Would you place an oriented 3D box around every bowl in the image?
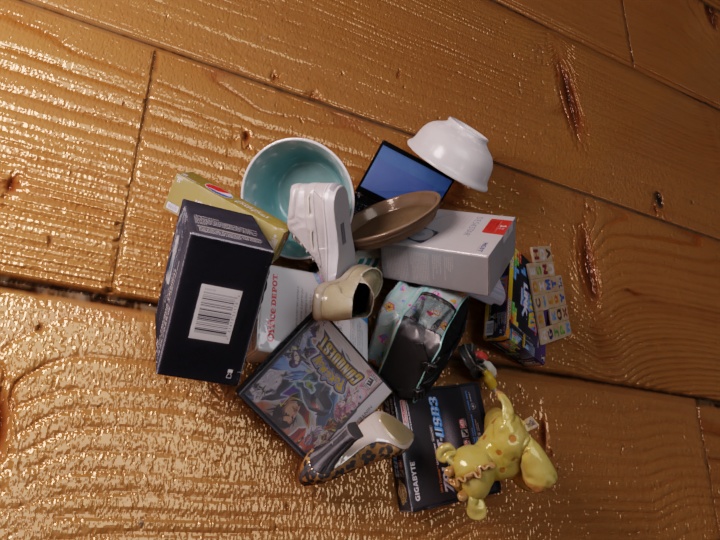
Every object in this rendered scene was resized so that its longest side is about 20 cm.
[{"bbox_3d":[-0.099,-0.130,1.038,0.201,0.200,0.105,48,15,-4],"label":"bowl"},{"bbox_3d":[0.202,-0.255,1.227,0.199,0.091,0.202,26,22,-11],"label":"bowl"}]

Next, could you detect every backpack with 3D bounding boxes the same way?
[{"bbox_3d":[0.107,0.104,1.052,0.152,0.178,0.199,31,41,21],"label":"backpack"}]

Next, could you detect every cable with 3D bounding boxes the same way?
[{"bbox_3d":[0.218,0.160,1.107,0.050,0.200,0.098,-20,59,9],"label":"cable"}]

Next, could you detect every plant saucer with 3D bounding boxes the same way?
[{"bbox_3d":[0.051,-0.087,1.044,0.199,0.198,0.030,-37,114,-33],"label":"plant saucer"}]

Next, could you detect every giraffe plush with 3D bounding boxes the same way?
[{"bbox_3d":[0.216,0.323,0.992,0.161,0.201,0.173,-31,54,-11],"label":"giraffe plush"}]

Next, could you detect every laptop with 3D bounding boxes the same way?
[{"bbox_3d":[0.077,-0.114,1.160,0.175,0.103,0.203,23,62,-19],"label":"laptop"}]

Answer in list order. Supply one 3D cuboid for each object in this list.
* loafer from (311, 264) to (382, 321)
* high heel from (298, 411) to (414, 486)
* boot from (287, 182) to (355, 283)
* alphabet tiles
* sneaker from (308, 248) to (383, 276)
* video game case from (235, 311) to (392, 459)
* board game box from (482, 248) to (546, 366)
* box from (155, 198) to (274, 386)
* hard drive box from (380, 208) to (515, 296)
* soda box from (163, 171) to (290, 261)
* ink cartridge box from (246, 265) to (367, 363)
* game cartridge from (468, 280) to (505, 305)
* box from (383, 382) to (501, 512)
[{"bbox_3d":[-0.006,0.042,0.937,0.199,0.067,0.077,-29,128,-61],"label":"loafer"},{"bbox_3d":[-0.005,0.297,0.961,0.199,0.143,0.072,18,34,-49],"label":"high heel"},{"bbox_3d":[-0.066,-0.046,0.970,0.073,0.094,0.204,-34,127,-57],"label":"boot"},{"bbox_3d":[0.405,0.048,1.274,0.166,0.007,0.204,-4,84,-50],"label":"alphabet tiles"},{"bbox_3d":[0.000,0.000,1.095,0.198,0.070,0.095,-25,103,-25],"label":"sneaker"},{"bbox_3d":[-0.068,0.192,0.944,0.181,0.025,0.201,-45,113,-12],"label":"video game case"},{"bbox_3d":[0.324,0.074,1.220,0.164,0.056,0.203,31,58,-38],"label":"board game box"},{"bbox_3d":[-0.217,0.025,0.847,0.116,0.200,0.200,13,104,-22],"label":"box"},{"bbox_3d":[0.156,-0.040,1.044,0.156,0.197,0.078,-45,136,-48],"label":"hard drive box"},{"bbox_3d":[-0.215,-0.087,0.973,0.198,0.068,0.065,29,103,-1],"label":"soda box"},{"bbox_3d":[-0.092,0.085,1.004,0.197,0.084,0.147,12,66,-26],"label":"ink cartridge box"},{"bbox_3d":[0.205,-0.018,1.175,0.131,0.041,0.201,19,31,-18],"label":"game cartridge"},{"bbox_3d":[0.147,0.314,1.070,0.195,0.050,0.204,1,70,-29],"label":"box"}]
